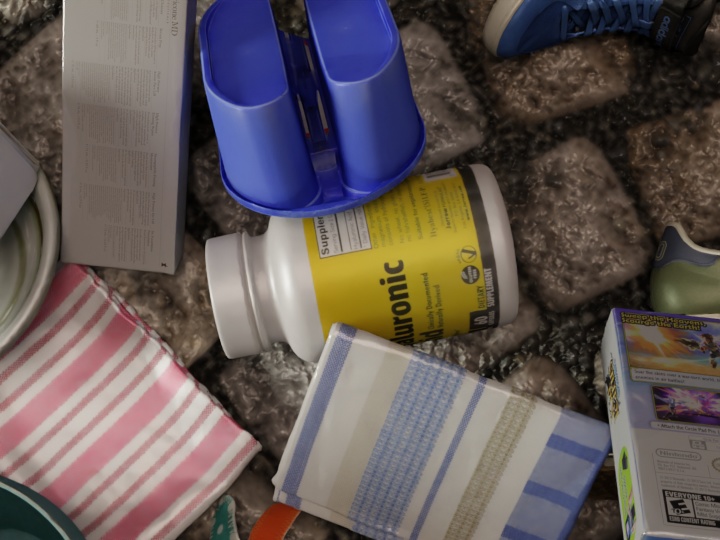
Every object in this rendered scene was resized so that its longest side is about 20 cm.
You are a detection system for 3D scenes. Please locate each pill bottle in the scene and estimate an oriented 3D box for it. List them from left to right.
[{"bbox_3d":[0.000,0.000,0.756,0.197,0.111,0.113,-11,79,-1],"label":"pill bottle"}]

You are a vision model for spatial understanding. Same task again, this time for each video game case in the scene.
[{"bbox_3d":[0.249,0.106,0.661,0.197,0.046,0.182,6,40,2],"label":"video game case"}]

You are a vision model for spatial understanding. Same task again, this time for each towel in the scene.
[{"bbox_3d":[-0.186,0.105,0.778,0.200,0.030,0.146,44,83,9],"label":"towel"},{"bbox_3d":[0.050,0.124,0.731,0.197,0.024,0.148,20,117,0],"label":"towel"}]

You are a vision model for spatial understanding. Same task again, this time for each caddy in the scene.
[{"bbox_3d":[-0.033,-0.115,0.753,0.139,0.106,0.201,-13,41,-1],"label":"caddy"}]

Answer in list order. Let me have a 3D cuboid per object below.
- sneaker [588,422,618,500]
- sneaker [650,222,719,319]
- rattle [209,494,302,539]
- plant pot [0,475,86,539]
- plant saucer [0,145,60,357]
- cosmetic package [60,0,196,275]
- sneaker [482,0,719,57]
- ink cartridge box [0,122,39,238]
[{"bbox_3d":[0.225,0.106,0.762,0.197,0.067,0.091,-1,61,8],"label":"sneaker"},{"bbox_3d":[0.296,0.001,0.765,0.197,0.067,0.091,-3,84,3],"label":"sneaker"},{"bbox_3d":[-0.094,0.241,0.701,0.129,0.143,0.202,22,86,24],"label":"rattle"},{"bbox_3d":[-0.243,0.220,0.700,0.197,0.135,0.203,0,86,0],"label":"plant pot"},{"bbox_3d":[-0.297,-0.005,0.782,0.197,0.050,0.203,-3,70,8],"label":"plant saucer"},{"bbox_3d":[-0.157,-0.103,0.759,0.081,0.051,0.203,7,112,0],"label":"cosmetic package"},{"bbox_3d":[0.192,-0.192,0.806,0.199,0.077,0.112,-34,71,-12],"label":"sneaker"},{"bbox_3d":[-0.337,-0.064,0.738,0.198,0.084,0.147,24,75,17],"label":"ink cartridge box"}]
